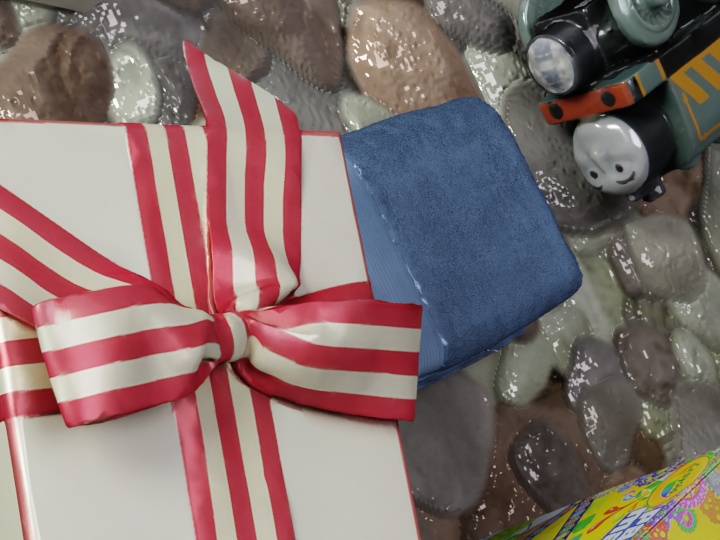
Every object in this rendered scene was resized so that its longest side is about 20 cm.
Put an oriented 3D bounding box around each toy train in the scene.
[{"bbox_3d":[0.156,-0.114,1.299,0.200,0.085,0.115,-38,106,-41],"label":"toy train"}]

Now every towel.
[{"bbox_3d":[0.000,0.000,1.145,0.199,0.048,0.112,-23,88,-41],"label":"towel"}]

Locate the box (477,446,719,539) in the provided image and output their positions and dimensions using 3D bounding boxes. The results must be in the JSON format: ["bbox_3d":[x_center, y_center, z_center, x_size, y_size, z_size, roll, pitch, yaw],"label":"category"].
[{"bbox_3d":[0.104,0.201,1.050,0.122,0.192,0.201,-36,96,-42],"label":"box"}]

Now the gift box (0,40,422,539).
[{"bbox_3d":[-0.101,0.033,0.959,0.184,0.186,0.202,-6,77,-40],"label":"gift box"}]

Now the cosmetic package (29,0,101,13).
[{"bbox_3d":[-0.141,-0.212,1.116,0.082,0.051,0.202,8,68,-34],"label":"cosmetic package"}]
